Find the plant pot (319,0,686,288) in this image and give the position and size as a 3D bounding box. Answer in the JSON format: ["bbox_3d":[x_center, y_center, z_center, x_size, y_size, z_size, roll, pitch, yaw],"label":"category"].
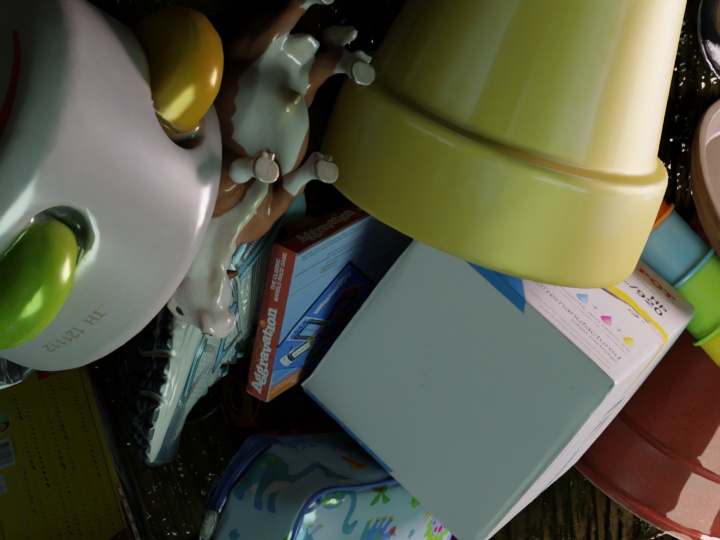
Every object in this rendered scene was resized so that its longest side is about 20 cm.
[{"bbox_3d":[0.098,-0.117,0.996,0.200,0.201,0.190,7,114,-35],"label":"plant pot"}]

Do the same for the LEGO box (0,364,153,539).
[{"bbox_3d":[-0.179,0.154,1.089,0.077,0.201,0.149,-20,139,-6],"label":"LEGO box"}]

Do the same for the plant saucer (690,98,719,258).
[{"bbox_3d":[0.297,-0.032,1.190,0.199,0.201,0.029,9,144,-36],"label":"plant saucer"}]

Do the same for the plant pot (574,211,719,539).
[{"bbox_3d":[0.267,0.068,1.285,0.200,0.201,0.196,10,118,-37],"label":"plant pot"}]

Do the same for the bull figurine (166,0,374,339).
[{"bbox_3d":[-0.058,-0.064,0.946,0.065,0.201,0.121,27,151,-29],"label":"bull figurine"}]

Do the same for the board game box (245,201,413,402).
[{"bbox_3d":[0.000,0.000,1.086,0.200,0.019,0.104,-31,138,-52],"label":"board game box"}]

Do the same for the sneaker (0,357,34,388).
[{"bbox_3d":[-0.274,0.045,1.022,0.199,0.091,0.067,-7,98,5],"label":"sneaker"}]

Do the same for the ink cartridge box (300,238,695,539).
[{"bbox_3d":[0.093,0.049,1.092,0.145,0.147,0.200,-53,167,23],"label":"ink cartridge box"}]

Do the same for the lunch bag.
[{"bbox_3d":[-0.027,0.182,1.074,0.200,0.082,0.162,0,111,-57],"label":"lunch bag"}]

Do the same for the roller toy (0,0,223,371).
[{"bbox_3d":[-0.167,-0.050,0.902,0.139,0.182,0.201,30,73,-42],"label":"roller toy"}]

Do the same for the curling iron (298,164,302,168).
[{"bbox_3d":[-0.123,-0.043,1.054,0.199,0.026,0.050,-8,138,-24],"label":"curling iron"}]

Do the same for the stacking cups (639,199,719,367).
[{"bbox_3d":[0.202,-0.009,1.164,0.061,0.200,0.061,-45,180,0],"label":"stacking cups"}]

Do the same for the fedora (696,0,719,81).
[{"bbox_3d":[0.321,-0.176,1.127,0.199,0.092,0.201,-17,139,-15],"label":"fedora"}]

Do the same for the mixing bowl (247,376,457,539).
[{"bbox_3d":[-0.007,0.136,1.242,0.199,0.109,0.201,-16,137,-15],"label":"mixing bowl"}]

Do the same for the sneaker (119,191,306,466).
[{"bbox_3d":[-0.084,0.029,1.044,0.086,0.078,0.201,10,107,-26],"label":"sneaker"}]

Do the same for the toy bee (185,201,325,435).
[{"bbox_3d":[-0.054,0.059,1.138,0.130,0.109,0.201,-16,138,-19],"label":"toy bee"}]
